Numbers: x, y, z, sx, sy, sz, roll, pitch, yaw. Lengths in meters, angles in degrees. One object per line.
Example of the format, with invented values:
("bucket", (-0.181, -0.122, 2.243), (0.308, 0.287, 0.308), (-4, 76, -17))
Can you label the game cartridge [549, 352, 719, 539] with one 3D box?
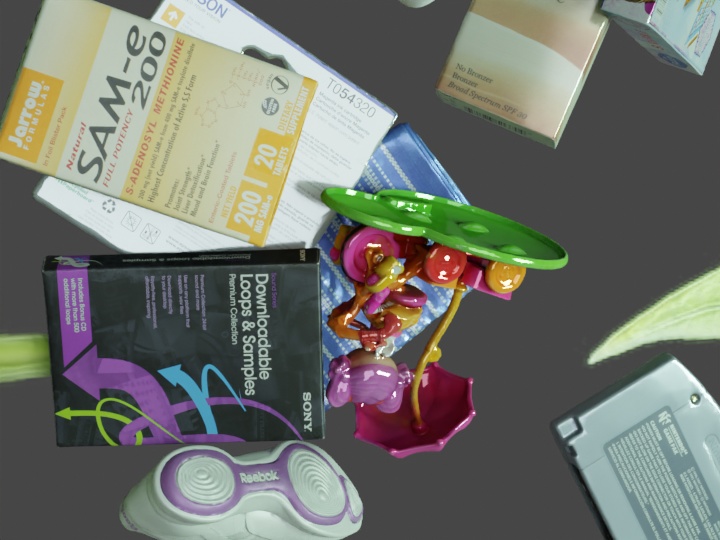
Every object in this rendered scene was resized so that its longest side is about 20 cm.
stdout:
("game cartridge", (0.250, 0.174, 1.698), (0.133, 0.042, 0.200), (-31, 106, -15))

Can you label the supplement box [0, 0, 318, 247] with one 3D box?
("supplement box", (-0.145, -0.107, 1.469), (0.200, 0.074, 0.126), (18, 91, -12))

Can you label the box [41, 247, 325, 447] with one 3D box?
("box", (-0.125, 0.057, 1.521), (0.200, 0.036, 0.143), (-3, 112, -2))

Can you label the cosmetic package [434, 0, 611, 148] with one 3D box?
("cosmetic package", (0.140, -0.203, 1.565), (0.103, 0.087, 0.200), (22, 90, 5))

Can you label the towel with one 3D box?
("towel", (0.000, 0.000, 1.600), (0.200, 0.024, 0.145), (-39, 106, -8))

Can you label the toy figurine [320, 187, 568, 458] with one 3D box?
("toy figurine", (0.034, 0.047, 1.535), (0.200, 0.150, 0.184), (9, 105, -35))

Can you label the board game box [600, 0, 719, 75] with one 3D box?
("board game box", (0.253, -0.261, 1.559), (0.041, 0.199, 0.200), (22, 91, 21))

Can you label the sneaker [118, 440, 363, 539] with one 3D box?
("sneaker", (-0.090, 0.173, 1.581), (0.200, 0.100, 0.075), (11, 59, -36))

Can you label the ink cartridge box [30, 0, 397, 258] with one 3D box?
("ink cartridge box", (-0.106, -0.085, 1.538), (0.196, 0.043, 0.200), (34, 87, -13))

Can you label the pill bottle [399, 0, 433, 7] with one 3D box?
("pill bottle", (0.000, -0.291, 1.509), (0.200, 0.112, 0.113), (39, 86, -18))
